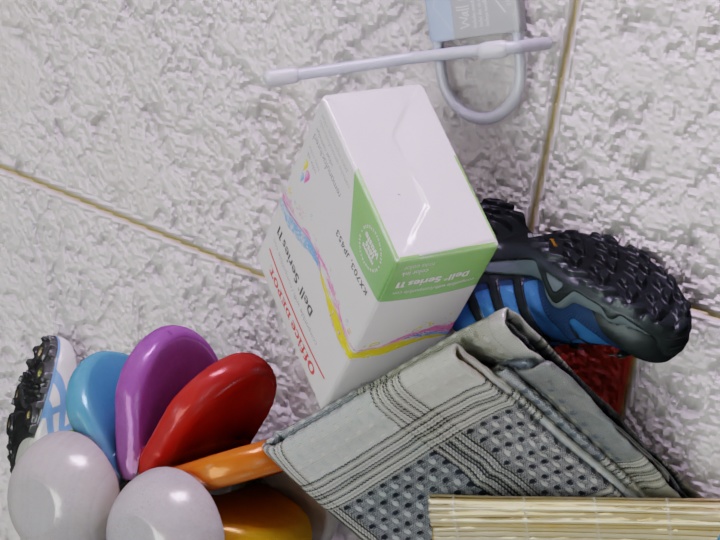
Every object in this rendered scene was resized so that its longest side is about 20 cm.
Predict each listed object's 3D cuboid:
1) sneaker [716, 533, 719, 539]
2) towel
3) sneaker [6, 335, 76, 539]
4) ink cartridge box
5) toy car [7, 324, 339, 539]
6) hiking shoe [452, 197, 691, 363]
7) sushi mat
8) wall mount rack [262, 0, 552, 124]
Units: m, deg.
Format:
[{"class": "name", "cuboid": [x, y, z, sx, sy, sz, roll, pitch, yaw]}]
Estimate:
[{"class": "sneaker", "cuboid": [0.267, 0.111, 1.079, 0.200, 0.081, 0.077, -44, 63, 13]}, {"class": "towel", "cuboid": [0.072, 0.124, 1.186, 0.200, 0.035, 0.192, -32, 115, 35]}, {"class": "sneaker", "cuboid": [-0.209, 0.146, 1.445, 0.072, 0.072, 0.201, 175, 95, -64]}, {"class": "ink cartridge box", "cuboid": [0.000, 0.000, 1.194, 0.118, 0.067, 0.200, 66, 152, 27]}, {"class": "toy car", "cuboid": [-0.113, 0.112, 1.291, 0.199, 0.175, 0.151, 15, 105, 33]}, {"class": "hiking shoe", "cuboid": [0.107, 0.021, 1.181, 0.199, 0.074, 0.087, 26, 118, 41]}, {"class": "sushi mat", "cuboid": [0.137, 0.170, 1.172, 0.199, 0.012, 0.096, -2, 120, 18]}, {"class": "wall mount rack", "cuboid": [0.023, -0.180, 1.190, 0.173, 0.074, 0.201, -3, 98, 36]}]
